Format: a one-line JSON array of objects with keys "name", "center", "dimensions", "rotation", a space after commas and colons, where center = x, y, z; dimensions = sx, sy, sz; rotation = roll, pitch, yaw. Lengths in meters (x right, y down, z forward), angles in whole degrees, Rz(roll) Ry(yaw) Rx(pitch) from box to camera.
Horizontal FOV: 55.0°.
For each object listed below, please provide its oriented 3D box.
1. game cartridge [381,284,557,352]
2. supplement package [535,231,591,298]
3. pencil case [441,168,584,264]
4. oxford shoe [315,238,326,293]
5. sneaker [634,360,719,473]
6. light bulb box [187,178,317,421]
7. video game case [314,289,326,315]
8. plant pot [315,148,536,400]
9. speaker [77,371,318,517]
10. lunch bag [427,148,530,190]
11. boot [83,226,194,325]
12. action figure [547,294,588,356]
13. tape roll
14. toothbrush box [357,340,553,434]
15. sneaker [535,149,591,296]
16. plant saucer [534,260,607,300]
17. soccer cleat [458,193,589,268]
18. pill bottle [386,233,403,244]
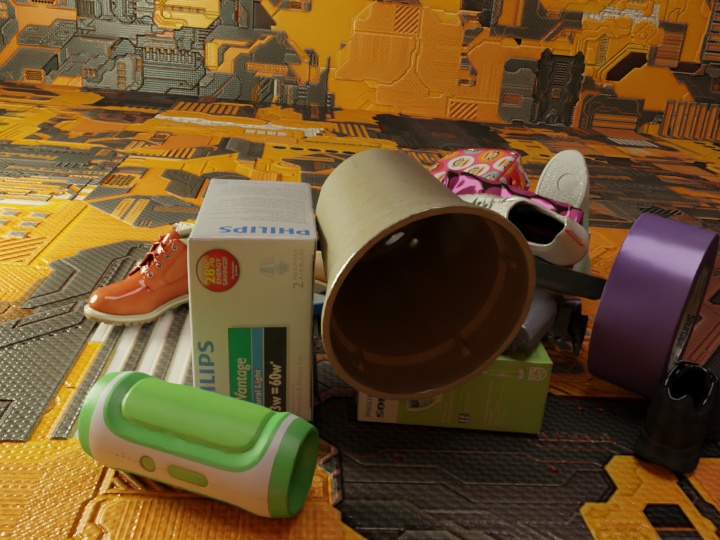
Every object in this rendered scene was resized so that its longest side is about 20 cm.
[{"name": "game cartridge", "center": [0.113, 0.034, 0.775], "dimensions": [0.195, 0.042, 0.133], "rotation": [14, 16, 26]}, {"name": "supplement package", "center": [0.247, -0.042, 1.132], "dimensions": [0.151, 0.114, 0.200], "rotation": [-1, 22, -17]}, {"name": "pencil case", "center": [0.191, -0.061, 0.903], "dimensions": [0.195, 0.093, 0.094], "rotation": [15, 35, 7]}, {"name": "oxford shoe", "center": [0.000, 0.000, 0.899], "dimensions": [0.195, 0.073, 0.071], "rotation": [14, 21, 15]}, {"name": "sneaker", "center": [0.356, 0.136, 0.738], "dimensions": [0.075, 0.093, 0.198], "rotation": [17, 23, 31]}, {"name": "light bulb box", "center": [-0.111, 0.025, 0.747], "dimensions": [0.121, 0.204, 0.201], "rotation": [0, 22, -7]}, {"name": "video game case", "center": [-0.046, 0.009, 0.985], "dimensions": [0.139, 0.018, 0.200], "rotation": [-5, 24, -24]}, {"name": "plant pot", "center": [0.039, -0.016, 0.662], "dimensions": [0.195, 0.205, 0.185], "rotation": [-2, 34, -18]}, {"name": "speaker", "center": [-0.138, 0.146, 0.593], "dimensions": [0.195, 0.091, 0.088], "rotation": [12, 22, 15]}, {"name": "lunch bag", "center": [0.163, -0.111, 1.048], "dimensions": [0.174, 0.083, 0.200], "rotation": [8, 41, 45]}, {"name": "boot", "center": [-0.268, 0.002, 0.898], "dimensions": [0.074, 0.110, 0.198], "rotation": [21, 28, 33]}, {"name": "action figure", "center": [0.201, 0.048, 0.928], "dimensions": [0.195, 0.071, 0.130], "rotation": [17, 7, 5]}, {"name": "tape roll", "center": [0.344, 0.043, 0.811], "dimensions": [0.083, 0.206, 0.198], "rotation": [20, 25, 31]}, {"name": "toothbrush box", "center": [0.095, 0.099, 0.768], "dimensions": [0.194, 0.089, 0.146], "rotation": [5, 20, -3]}, {"name": "sneaker", "center": [0.299, -0.063, 1.005], "dimensions": [0.072, 0.207, 0.118], "rotation": [3, -9, 28]}, {"name": "plant saucer", "center": [0.214, 0.005, 0.854], "dimensions": [0.195, 0.028, 0.200], "rotation": [14, 1, 0]}, {"name": "soccer cleat", "center": [0.163, -0.056, 0.785], "dimensions": [0.197, 0.070, 0.085], "rotation": [22, -8, 38]}, {"name": "pill bottle", "center": [0.028, -0.088, 0.943], "dimensions": [0.109, 0.116, 0.200], "rotation": [1, 11, -12]}]
